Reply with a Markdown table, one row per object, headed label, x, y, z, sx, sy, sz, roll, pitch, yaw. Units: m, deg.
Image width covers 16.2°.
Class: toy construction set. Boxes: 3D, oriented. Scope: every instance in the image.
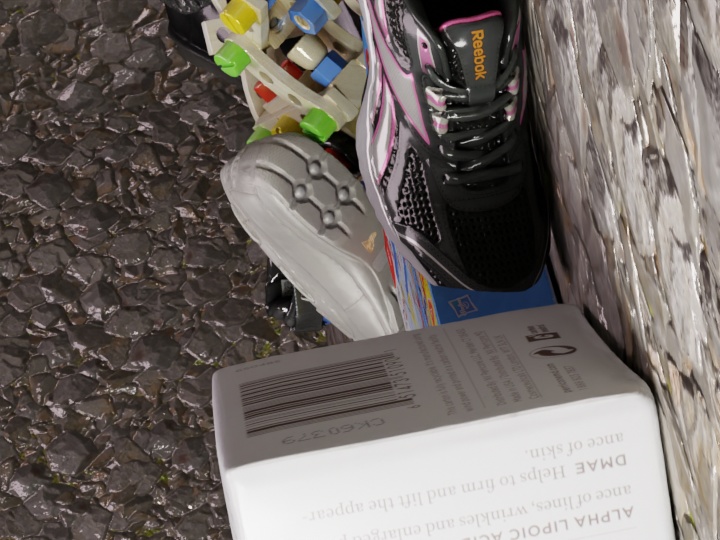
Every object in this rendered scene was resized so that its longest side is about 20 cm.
| label | x | y | z | sx | sy | sz | roll | pitch | yaw |
| --- | --- | --- | --- | --- | --- | --- | --- | --- | --- |
| toy construction set | -0.043 | -0.116 | 1.469 | 0.131 | 0.092 | 0.200 | 43 | 176 | -13 |

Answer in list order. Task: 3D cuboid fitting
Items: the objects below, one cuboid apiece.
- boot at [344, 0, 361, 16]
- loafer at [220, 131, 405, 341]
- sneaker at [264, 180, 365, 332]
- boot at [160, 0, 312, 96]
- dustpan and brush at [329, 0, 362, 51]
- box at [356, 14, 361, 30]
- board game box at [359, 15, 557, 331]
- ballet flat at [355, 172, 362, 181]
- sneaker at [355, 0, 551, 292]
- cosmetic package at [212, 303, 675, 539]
| label | x | y | z | sx | sy | sz | roll | pitch | yaw |
| --- | --- | --- | --- | --- | --- | --- | --- | --- | --- |
| boot | -0.005 | -0.225 | 1.410 | 0.200 | 0.075 | 0.107 | 69 | -177 | -54 |
| loafer | 0.000 | 0.000 | 1.442 | 0.200 | 0.070 | 0.070 | 49 | 152 | -19 |
| sneaker | 0.000 | 0.013 | 1.552 | 0.200 | 0.111 | 0.077 | 70 | -166 | -60 |
| boot | -0.087 | -0.196 | 1.653 | 0.211 | 0.079 | 0.158 | 18 | 146 | 44 |
| dustpan and brush | 0.021 | -0.097 | 1.585 | 0.200 | 0.057 | 0.140 | 104 | 144 | -67 |
| box | -0.002 | -0.229 | 1.539 | 0.200 | 0.039 | 0.041 | 82 | 176 | -48 |
| board game box | 0.051 | 0.001 | 1.277 | 0.196 | 0.056 | 0.200 | 82 | 175 | -54 |
| ballet flat | 0.000 | -0.138 | 1.714 | 0.057 | 0.066 | 0.200 | 42 | -143 | -47 |
| sneaker | 0.038 | -0.084 | 1.088 | 0.086 | 0.080 | 0.200 | -175 | 67 | -76 |
| cosmetic package | 0.038 | 0.137 | 1.028 | 0.165 | 0.165 | 0.200 | -113 | 13 | -77 |
